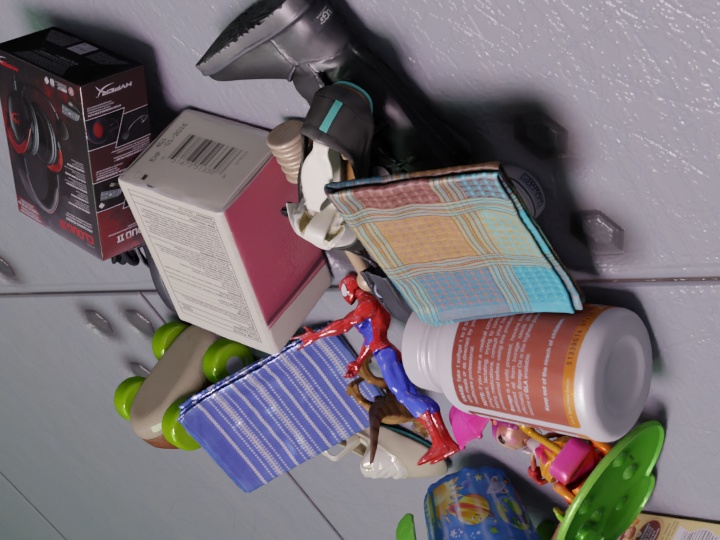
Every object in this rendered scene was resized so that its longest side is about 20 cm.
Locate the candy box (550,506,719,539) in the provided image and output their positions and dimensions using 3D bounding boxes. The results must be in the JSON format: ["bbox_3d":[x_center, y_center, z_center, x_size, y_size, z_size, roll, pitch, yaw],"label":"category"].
[{"bbox_3d":[0.304,0.300,1.303,0.200,0.055,0.116,-1,133,47],"label":"candy box"}]

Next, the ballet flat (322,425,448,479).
[{"bbox_3d":[0.001,0.198,1.470,0.200,0.070,0.070,26,148,18],"label":"ballet flat"}]

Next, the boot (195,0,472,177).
[{"bbox_3d":[-0.025,-0.131,1.062,0.200,0.066,0.165,44,152,-20],"label":"boot"}]

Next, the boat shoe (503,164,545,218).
[{"bbox_3d":[0.065,-0.030,1.081,0.200,0.070,0.071,-14,114,52],"label":"boat shoe"}]

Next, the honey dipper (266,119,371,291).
[{"bbox_3d":[-0.028,-0.051,1.192,0.038,0.038,0.200,9,141,39],"label":"honey dipper"}]

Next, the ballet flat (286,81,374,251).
[{"bbox_3d":[-0.028,-0.064,1.027,0.068,0.068,0.200,20,147,15],"label":"ballet flat"}]

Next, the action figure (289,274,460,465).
[{"bbox_3d":[0.008,0.103,1.256,0.200,0.099,0.065,66,-167,15],"label":"action figure"}]

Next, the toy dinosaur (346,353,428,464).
[{"bbox_3d":[0.029,0.139,1.332,0.106,0.060,0.200,42,-168,22],"label":"toy dinosaur"}]

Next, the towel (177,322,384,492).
[{"bbox_3d":[-0.081,0.155,1.412,0.200,0.024,0.145,-30,119,10],"label":"towel"}]

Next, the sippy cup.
[{"bbox_3d":[0.127,0.283,1.370,0.139,0.131,0.178,-26,144,12],"label":"sippy cup"}]

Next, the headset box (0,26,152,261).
[{"bbox_3d":[-0.268,-0.113,1.239,0.149,0.075,0.200,27,131,37],"label":"headset box"}]

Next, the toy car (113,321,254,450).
[{"bbox_3d":[-0.159,0.171,1.536,0.200,0.158,0.164,42,164,-31],"label":"toy car"}]

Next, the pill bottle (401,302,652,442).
[{"bbox_3d":[0.138,0.075,1.115,0.200,0.112,0.112,8,139,40],"label":"pill bottle"}]

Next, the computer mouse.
[{"bbox_3d":[0.000,0.000,1.180,0.200,0.034,0.059,35,174,-27],"label":"computer mouse"}]

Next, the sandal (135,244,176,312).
[{"bbox_3d":[-0.212,-0.046,1.361,0.043,0.076,0.200,7,128,39],"label":"sandal"}]

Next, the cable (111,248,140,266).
[{"bbox_3d":[-0.306,-0.080,1.426,0.163,0.051,0.200,24,147,22],"label":"cable"}]

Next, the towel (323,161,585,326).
[{"bbox_3d":[0.076,-0.015,1.007,0.146,0.022,0.200,-6,147,26],"label":"towel"}]

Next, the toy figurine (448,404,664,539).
[{"bbox_3d":[0.171,0.160,1.221,0.184,0.150,0.200,36,177,29],"label":"toy figurine"}]

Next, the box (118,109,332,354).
[{"bbox_3d":[-0.124,-0.036,1.239,0.128,0.109,0.200,19,145,29],"label":"box"}]
